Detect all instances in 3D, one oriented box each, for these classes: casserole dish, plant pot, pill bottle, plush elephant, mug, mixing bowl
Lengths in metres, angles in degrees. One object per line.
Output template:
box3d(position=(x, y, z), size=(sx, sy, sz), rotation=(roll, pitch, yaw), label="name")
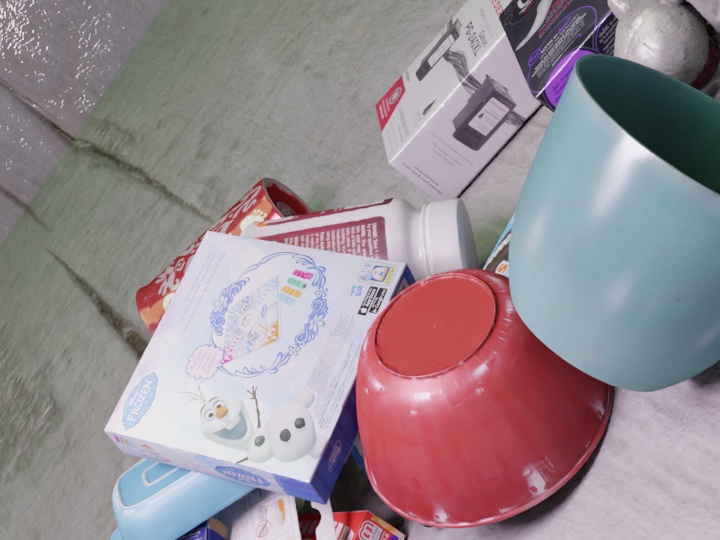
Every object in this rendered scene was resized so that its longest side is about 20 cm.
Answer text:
box3d(position=(-0.129, 0.161, 1.332), size=(0.199, 0.039, 0.121), rotation=(-31, 18, -6), label="casserole dish")
box3d(position=(0.190, -0.020, 1.067), size=(0.162, 0.199, 0.201), rotation=(-61, 18, 25), label="plant pot")
box3d(position=(0.000, 0.000, 1.423), size=(0.198, 0.115, 0.115), rotation=(-9, 38, 13), label="pill bottle")
box3d(position=(0.238, -0.154, 1.192), size=(0.165, 0.154, 0.201), rotation=(-48, 22, 16), label="plush elephant")
box3d(position=(-0.140, -0.007, 1.813), size=(0.200, 0.133, 0.178), rotation=(-45, 25, 17), label="mug")
box3d(position=(0.072, 0.073, 1.175), size=(0.198, 0.109, 0.201), rotation=(-18, 41, 16), label="mixing bowl")

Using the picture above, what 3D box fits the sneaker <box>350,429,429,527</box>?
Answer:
box3d(position=(0.014, 0.136, 1.304), size=(0.078, 0.090, 0.200), rotation=(-24, 40, -12), label="sneaker")

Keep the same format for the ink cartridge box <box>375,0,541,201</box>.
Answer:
box3d(position=(0.113, -0.186, 1.595), size=(0.200, 0.083, 0.146), rotation=(-48, 23, 19), label="ink cartridge box")

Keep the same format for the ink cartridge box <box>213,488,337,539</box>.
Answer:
box3d(position=(-0.097, 0.244, 1.315), size=(0.199, 0.047, 0.161), rotation=(-28, 46, 16), label="ink cartridge box")

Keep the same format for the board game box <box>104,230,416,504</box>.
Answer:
box3d(position=(-0.078, 0.072, 1.297), size=(0.197, 0.044, 0.201), rotation=(10, 61, 29), label="board game box")

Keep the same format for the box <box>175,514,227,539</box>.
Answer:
box3d(position=(-0.163, 0.301, 1.266), size=(0.120, 0.032, 0.202), rotation=(-22, 47, 25), label="box")

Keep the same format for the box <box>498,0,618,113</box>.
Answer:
box3d(position=(0.207, -0.199, 1.387), size=(0.122, 0.106, 0.201), rotation=(-48, 23, 19), label="box")

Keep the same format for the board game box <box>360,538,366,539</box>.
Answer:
box3d(position=(-0.014, 0.313, 1.153), size=(0.201, 0.029, 0.134), rotation=(-54, 46, 3), label="board game box")

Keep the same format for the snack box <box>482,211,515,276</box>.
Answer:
box3d(position=(0.119, 0.043, 1.318), size=(0.201, 0.037, 0.116), rotation=(-60, 22, -10), label="snack box")

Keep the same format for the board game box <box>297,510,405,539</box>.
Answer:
box3d(position=(-0.055, 0.296, 1.307), size=(0.151, 0.046, 0.202), rotation=(-17, 43, 56), label="board game box")
